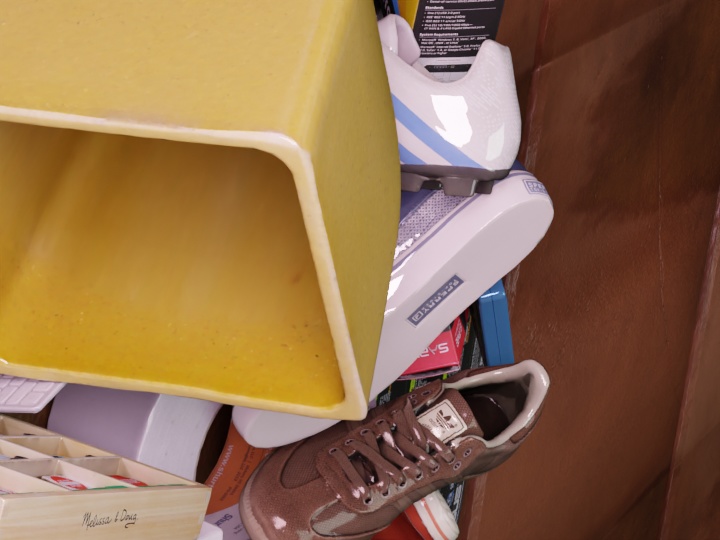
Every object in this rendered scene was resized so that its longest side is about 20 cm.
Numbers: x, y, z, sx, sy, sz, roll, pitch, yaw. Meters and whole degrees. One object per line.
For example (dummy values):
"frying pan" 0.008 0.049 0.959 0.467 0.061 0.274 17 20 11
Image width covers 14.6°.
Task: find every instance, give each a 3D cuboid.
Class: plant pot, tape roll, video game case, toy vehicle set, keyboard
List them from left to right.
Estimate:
"toy vehicle set" -0.165 0.094 1.264 0.200 0.124 0.027 7 99 -68
"keyboard" -0.127 0.014 1.389 0.200 0.056 0.011 -49 123 -46
"plant pot" -0.076 -0.077 1.284 0.194 0.195 0.200 78 25 -50
"tape roll" -0.077 0.092 1.492 0.200 0.066 0.201 -26 124 -45
"video game case" 0.057 -0.045 1.625 0.143 0.018 0.200 78 -1 -66

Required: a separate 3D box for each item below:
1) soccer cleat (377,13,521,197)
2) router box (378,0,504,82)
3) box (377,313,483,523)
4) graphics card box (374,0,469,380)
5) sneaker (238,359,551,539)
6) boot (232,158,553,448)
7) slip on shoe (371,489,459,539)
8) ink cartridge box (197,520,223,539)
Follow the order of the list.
"soccer cleat" -0.015 -0.087 1.408 0.070 0.199 0.087 -10 105 -75
"router box" 0.037 -0.216 1.448 0.149 0.051 0.200 102 -18 -48
"box" 0.021 0.114 1.824 0.193 0.047 0.200 -27 131 -57
"graphics card box" 0.014 -0.052 1.547 0.125 0.051 0.200 -74 152 -73
"sneaker" 0.020 0.090 1.478 0.200 0.070 0.076 -25 163 -44
"boot" 0.000 0.000 1.451 0.200 0.090 0.073 -39 149 1
"slip on shoe" -0.006 0.131 1.610 0.061 0.200 0.074 -39 112 -20
"ink cartridge box" -0.145 0.191 1.341 0.200 0.039 0.100 -21 125 -50
